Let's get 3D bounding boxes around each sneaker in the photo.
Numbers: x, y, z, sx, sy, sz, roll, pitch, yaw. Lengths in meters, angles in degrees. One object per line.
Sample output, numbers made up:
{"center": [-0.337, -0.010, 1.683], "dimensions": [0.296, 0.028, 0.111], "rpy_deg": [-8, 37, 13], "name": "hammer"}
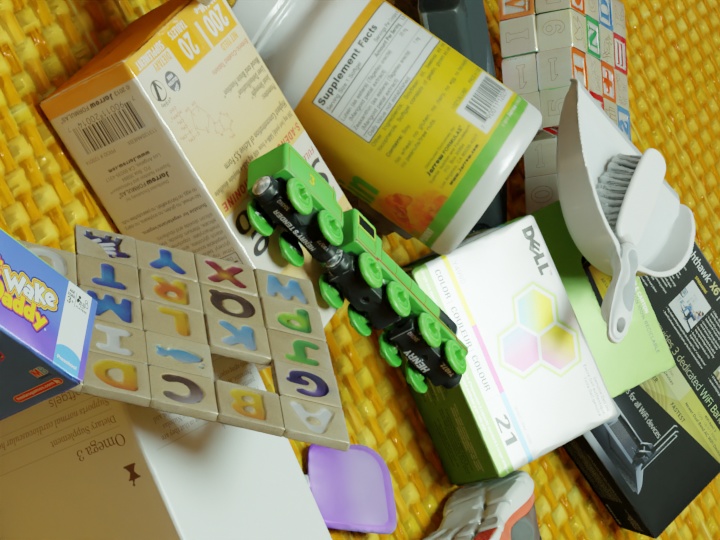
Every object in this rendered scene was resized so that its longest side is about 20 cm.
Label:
{"center": [0.075, 0.199, 1.429], "dimensions": [0.200, 0.077, 0.082], "rpy_deg": [-41, 111, -56], "name": "sneaker"}

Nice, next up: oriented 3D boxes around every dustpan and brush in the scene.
{"center": [0.174, -0.025, 1.508], "dimensions": [0.140, 0.057, 0.201], "rpy_deg": [45, 48, -27], "name": "dustpan and brush"}

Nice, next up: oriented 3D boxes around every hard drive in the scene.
{"center": [0.073, -0.132, 1.567], "dimensions": [0.140, 0.033, 0.201], "rpy_deg": [-85, 166, -52], "name": "hard drive"}

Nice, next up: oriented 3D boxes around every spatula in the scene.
{"center": [-0.048, 0.118, 1.342], "dimensions": [0.199, 0.020, 0.057], "rpy_deg": [19, 57, -49], "name": "spatula"}

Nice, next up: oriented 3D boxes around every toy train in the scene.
{"center": [0.000, 0.000, 1.338], "dimensions": [0.200, 0.042, 0.057], "rpy_deg": [45, 29, -35], "name": "toy train"}

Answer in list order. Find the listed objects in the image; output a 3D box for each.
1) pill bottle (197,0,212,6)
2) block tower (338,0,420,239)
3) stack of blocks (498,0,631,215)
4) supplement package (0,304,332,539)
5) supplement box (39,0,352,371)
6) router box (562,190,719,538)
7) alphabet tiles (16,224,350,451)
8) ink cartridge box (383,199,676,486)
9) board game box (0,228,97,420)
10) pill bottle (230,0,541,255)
{"center": [-0.140, -0.247, 1.300], "dimensions": [0.200, 0.113, 0.113], "rpy_deg": [38, 38, -8], "name": "pill bottle"}
{"center": [0.020, -0.120, 1.560], "dimensions": [0.058, 0.054, 0.201], "rpy_deg": [34, 44, -41], "name": "block tower"}
{"center": [0.156, -0.110, 1.698], "dimensions": [0.115, 0.058, 0.202], "rpy_deg": [14, 71, -62], "name": "stack of blocks"}
{"center": [-0.099, 0.139, 1.167], "dimensions": [0.117, 0.116, 0.201], "rpy_deg": [-25, 91, -58], "name": "supplement package"}
{"center": [-0.085, -0.053, 1.345], "dimensions": [0.201, 0.073, 0.126], "rpy_deg": [58, 33, -15], "name": "supplement box"}
{"center": [0.201, 0.065, 1.637], "dimensions": [0.157, 0.052, 0.201], "rpy_deg": [-42, 111, -17], "name": "router box"}
{"center": [-0.108, 0.023, 1.129], "dimensions": [0.198, 0.008, 0.167], "rpy_deg": [14, 25, -15], "name": "alphabet tiles"}
{"center": [0.125, 0.034, 1.516], "dimensions": [0.199, 0.076, 0.149], "rpy_deg": [-25, 92, -26], "name": "ink cartridge box"}
{"center": [-0.230, 0.029, 0.964], "dimensions": [0.134, 0.199, 0.045], "rpy_deg": [41, 40, -35], "name": "board game box"}
{"center": [0.005, -0.109, 1.432], "dimensions": [0.199, 0.111, 0.111], "rpy_deg": [35, 37, 0], "name": "pill bottle"}
